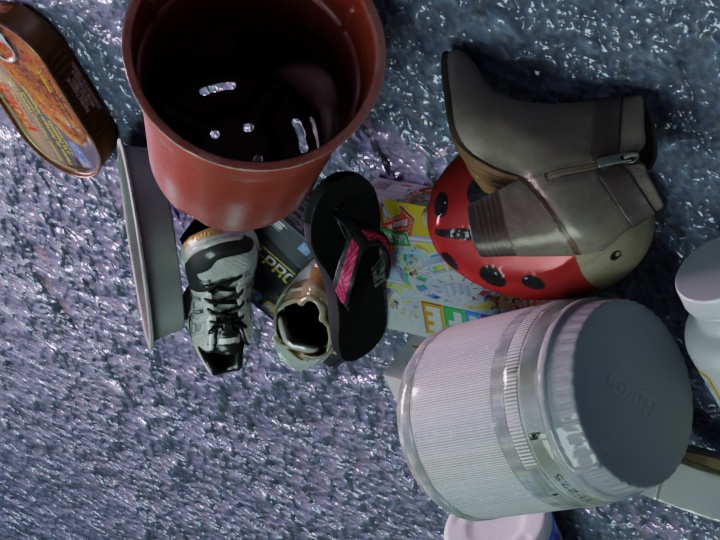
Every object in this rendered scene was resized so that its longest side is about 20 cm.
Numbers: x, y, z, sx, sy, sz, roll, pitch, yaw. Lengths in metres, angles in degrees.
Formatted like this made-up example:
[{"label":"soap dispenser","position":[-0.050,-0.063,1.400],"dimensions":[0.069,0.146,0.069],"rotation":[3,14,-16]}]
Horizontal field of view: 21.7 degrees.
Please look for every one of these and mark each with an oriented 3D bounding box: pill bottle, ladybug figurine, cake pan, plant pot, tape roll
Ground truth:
[{"label":"pill bottle","position":[0.167,0.319,1.921],"dimensions":[0.113,0.114,0.201],"rotation":[12,143,36]},{"label":"ladybug figurine","position":[0.129,-0.037,1.453],"dimensions":[0.199,0.072,0.137],"rotation":[-2,107,36]},{"label":"cake pan","position":[-0.198,-0.028,1.776],"dimensions":[0.036,0.202,0.201],"rotation":[-9,148,-9]},{"label":"plant pot","position":[-0.092,-0.135,1.490],"dimensions":[0.200,0.201,0.195],"rotation":[34,159,4]},{"label":"tape roll","position":[0.297,0.177,1.543],"dimensions":[0.201,0.037,0.203],"rotation":[16,-176,-1]},{"label":"pill bottle","position":[0.311,0.069,1.419],"dimensions":[0.104,0.104,0.201],"rotation":[2,136,45]}]

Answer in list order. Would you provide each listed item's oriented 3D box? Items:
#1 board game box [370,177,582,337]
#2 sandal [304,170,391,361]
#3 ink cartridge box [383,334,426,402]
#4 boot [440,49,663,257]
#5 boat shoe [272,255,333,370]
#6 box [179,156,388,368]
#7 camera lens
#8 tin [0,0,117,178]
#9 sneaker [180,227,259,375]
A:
[{"label":"board game box","position":[0.094,0.001,1.587],"dimensions":[0.199,0.034,0.135],"rotation":[11,125,37]},{"label":"sandal","position":[0.000,0.000,1.590],"dimensions":[0.045,0.075,0.201],"rotation":[35,146,41]},{"label":"ink cartridge box","position":[0.098,0.123,1.707],"dimensions":[0.116,0.067,0.201],"rotation":[12,141,38]},{"label":"boot","position":[0.142,-0.097,1.374],"dimensions":[0.145,0.202,0.070],"rotation":[-19,153,17]},{"label":"boat shoe","position":[-0.050,0.045,1.709],"dimensions":[0.074,0.069,0.200],"rotation":[32,149,6]},{"label":"box","position":[-0.059,-0.006,1.763],"dimensions":[0.200,0.049,0.161],"rotation":[41,147,-8]},{"label":"camera lens","position":[0.139,0.110,1.474],"dimensions":[0.199,0.160,0.160],"rotation":[-16,123,46]},{"label":"tin","position":[-0.306,-0.174,1.800],"dimensions":[0.111,0.042,0.201],"rotation":[6,139,36]},{"label":"sneaker","position":[-0.122,0.029,1.726],"dimensions":[0.200,0.075,0.088],"rotation":[98,157,-63]}]
